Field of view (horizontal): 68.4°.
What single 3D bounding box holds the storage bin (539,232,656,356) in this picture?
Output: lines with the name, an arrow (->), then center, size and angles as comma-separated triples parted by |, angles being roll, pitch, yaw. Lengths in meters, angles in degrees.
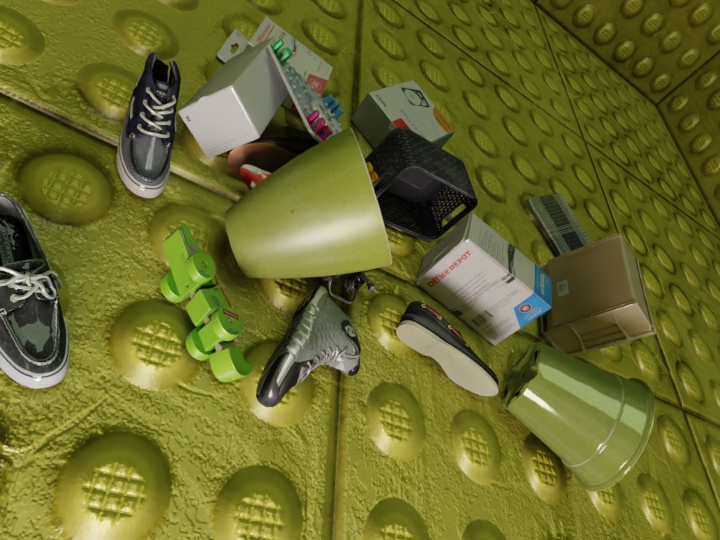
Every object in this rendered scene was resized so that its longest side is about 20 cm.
storage bin -> 0.480, 0.054, 1.105 | 0.094, 0.195, 0.204 | 44, 40, -27

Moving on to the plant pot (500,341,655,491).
plant pot -> 0.345, 0.221, 0.887 | 0.187, 0.202, 0.202 | 32, 42, 2

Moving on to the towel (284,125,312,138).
towel -> -0.057, -0.171, 0.947 | 0.140, 0.023, 0.206 | 5, 57, -37

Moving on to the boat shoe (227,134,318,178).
boat shoe -> -0.121, -0.183, 0.861 | 0.193, 0.072, 0.071 | 2, 38, -25

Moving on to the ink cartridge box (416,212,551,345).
ink cartridge box -> 0.220, 0.018, 0.945 | 0.198, 0.146, 0.085 | 37, 43, -11

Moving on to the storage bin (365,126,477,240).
storage bin -> 0.103, -0.152, 0.966 | 0.196, 0.135, 0.096 | 16, 47, -39

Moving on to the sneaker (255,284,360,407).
sneaker -> -0.052, 0.117, 0.700 | 0.115, 0.075, 0.202 | 39, 41, -12

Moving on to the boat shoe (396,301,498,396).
boat shoe -> 0.149, 0.127, 0.858 | 0.199, 0.074, 0.064 | 38, 50, -5

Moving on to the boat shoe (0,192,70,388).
boat shoe -> -0.341, 0.015, 0.535 | 0.072, 0.068, 0.204 | -6, 64, -41

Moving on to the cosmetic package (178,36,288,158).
cosmetic package -> -0.186, -0.275, 0.829 | 0.086, 0.104, 0.203 | 59, 30, -34

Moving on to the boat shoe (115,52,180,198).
boat shoe -> -0.287, -0.206, 0.727 | 0.073, 0.093, 0.206 | 9, 54, -34

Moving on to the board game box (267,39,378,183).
board game box -> -0.056, -0.252, 0.863 | 0.199, 0.025, 0.204 | 30, 31, -59

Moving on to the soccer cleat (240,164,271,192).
soccer cleat -> -0.095, -0.115, 0.823 | 0.197, 0.068, 0.087 | 33, 76, -21

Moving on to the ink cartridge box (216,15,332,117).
ink cartridge box -> -0.157, -0.390, 0.993 | 0.196, 0.067, 0.119 | 31, 44, -18

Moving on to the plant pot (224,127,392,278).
plant pot -> -0.076, -0.067, 0.720 | 0.194, 0.188, 0.192 | -19, 65, -1

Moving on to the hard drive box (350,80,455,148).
hard drive box -> 0.096, -0.312, 1.141 | 0.157, 0.077, 0.199 | 50, 42, 4

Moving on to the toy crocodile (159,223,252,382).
toy crocodile -> -0.188, 0.039, 0.648 | 0.061, 0.067, 0.204 | -3, 63, -62

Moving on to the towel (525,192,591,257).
towel -> 0.523, -0.110, 1.388 | 0.188, 0.034, 0.205 | -11, 70, -41

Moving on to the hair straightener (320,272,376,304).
hair straightener -> 0.000, 0.000, 0.822 | 0.077, 0.041, 0.199 | 45, 26, 5
